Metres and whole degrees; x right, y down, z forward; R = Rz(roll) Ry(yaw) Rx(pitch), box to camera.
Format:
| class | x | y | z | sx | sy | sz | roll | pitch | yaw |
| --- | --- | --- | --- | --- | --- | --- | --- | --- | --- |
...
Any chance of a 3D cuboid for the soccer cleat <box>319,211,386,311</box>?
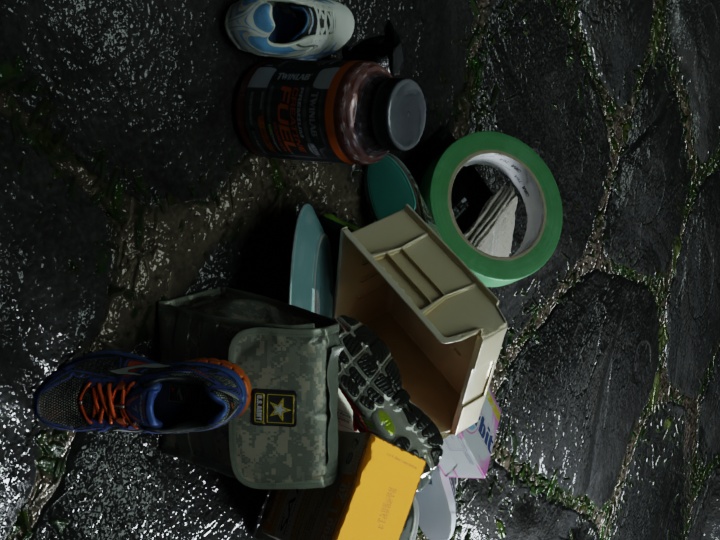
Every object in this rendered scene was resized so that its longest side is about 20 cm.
| class | x | y | z | sx | sy | sz | roll | pitch | yaw |
| --- | --- | --- | --- | --- | --- | --- | --- | --- | --- |
| soccer cleat | 0.000 | 0.000 | 1.241 | 0.082 | 0.067 | 0.200 | -57 | 140 | -10 |

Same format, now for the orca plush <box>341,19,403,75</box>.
| class | x | y | z | sx | sy | sz | roll | pitch | yaw |
| --- | --- | --- | --- | --- | --- | --- | --- | --- | --- |
| orca plush | -0.002 | -0.202 | 1.127 | 0.071 | 0.200 | 0.106 | -34 | 100 | -17 |

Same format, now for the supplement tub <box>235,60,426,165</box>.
| class | x | y | z | sx | sy | sz | roll | pitch | yaw |
| --- | --- | --- | --- | --- | --- | --- | --- | --- | --- |
| supplement tub | -0.030 | -0.167 | 1.044 | 0.106 | 0.197 | 0.109 | -13 | 107 | -51 |

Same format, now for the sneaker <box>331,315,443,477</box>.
| class | x | y | z | sx | sy | sz | roll | pitch | yaw |
| --- | --- | --- | --- | --- | --- | --- | --- | --- | --- |
| sneaker | 0.008 | 0.147 | 1.103 | 0.077 | 0.085 | 0.202 | -30 | 88 | -35 |

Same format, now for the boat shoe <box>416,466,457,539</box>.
| class | x | y | z | sx | sy | sz | roll | pitch | yaw |
| --- | --- | --- | --- | --- | --- | --- | --- | --- | --- |
| boat shoe | 0.115 | 0.300 | 1.461 | 0.067 | 0.071 | 0.204 | -25 | 110 | -47 |

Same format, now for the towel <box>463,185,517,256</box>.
| class | x | y | z | sx | sy | sz | roll | pitch | yaw |
| --- | --- | --- | --- | --- | --- | --- | --- | --- | --- |
| towel | 0.178 | -0.029 | 1.444 | 0.133 | 0.034 | 0.201 | -51 | 158 | -22 |

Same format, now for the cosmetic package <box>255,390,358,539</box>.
| class | x | y | z | sx | sy | sz | roll | pitch | yaw |
| --- | --- | --- | --- | --- | --- | --- | --- | --- | --- |
| cosmetic package | -0.041 | 0.243 | 1.194 | 0.104 | 0.071 | 0.203 | 26 | 74 | -21 |

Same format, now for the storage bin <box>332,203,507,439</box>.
| class | x | y | z | sx | sy | sz | roll | pitch | yaw |
| --- | --- | --- | --- | --- | --- | --- | --- | --- | --- |
| storage bin | 0.062 | 0.068 | 1.142 | 0.093 | 0.199 | 0.202 | -24 | 146 | -26 |

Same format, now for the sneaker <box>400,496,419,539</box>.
| class | x | y | z | sx | sy | sz | roll | pitch | yaw |
| --- | --- | --- | --- | --- | --- | --- | --- | --- | --- |
| sneaker | 0.003 | 0.365 | 1.291 | 0.201 | 0.070 | 0.099 | -56 | 141 | -10 |

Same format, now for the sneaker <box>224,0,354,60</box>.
| class | x | y | z | sx | sy | sz | roll | pitch | yaw |
| --- | --- | --- | --- | --- | --- | --- | --- | --- | --- |
| sneaker | -0.063 | -0.267 | 1.089 | 0.199 | 0.072 | 0.073 | -19 | 110 | -53 |

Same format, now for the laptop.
| class | x | y | z | sx | sy | sz | roll | pitch | yaw |
| --- | --- | --- | --- | --- | --- | --- | --- | --- | --- |
| laptop | 0.096 | -0.060 | 1.406 | 0.201 | 0.115 | 0.187 | 54 | 49 | -9 |

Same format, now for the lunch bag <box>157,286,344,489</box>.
| class | x | y | z | sx | sy | sz | roll | pitch | yaw |
| --- | --- | --- | --- | --- | --- | --- | --- | --- | --- |
| lunch bag | -0.105 | 0.118 | 1.001 | 0.117 | 0.197 | 0.167 | -15 | 110 | -52 |

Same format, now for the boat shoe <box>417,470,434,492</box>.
| class | x | y | z | sx | sy | sz | roll | pitch | yaw |
| --- | --- | --- | --- | --- | --- | --- | --- | --- | --- |
| boat shoe | 0.027 | 0.240 | 1.336 | 0.201 | 0.064 | 0.075 | 35 | 81 | -46 |

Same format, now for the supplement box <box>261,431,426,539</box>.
| class | x | y | z | sx | sy | sz | roll | pitch | yaw |
| --- | --- | --- | --- | --- | --- | --- | --- | --- | --- |
| supplement box | -0.023 | 0.241 | 1.051 | 0.073 | 0.199 | 0.128 | 27 | 72 | -18 |

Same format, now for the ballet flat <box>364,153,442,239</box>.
| class | x | y | z | sx | sy | sz | roll | pitch | yaw |
| --- | --- | --- | --- | --- | --- | --- | --- | --- | --- |
| ballet flat | 0.064 | -0.054 | 1.264 | 0.074 | 0.074 | 0.203 | 2 | 62 | -54 |

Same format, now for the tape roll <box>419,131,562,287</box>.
| class | x | y | z | sx | sy | sz | roll | pitch | yaw |
| --- | --- | --- | --- | --- | --- | --- | --- | --- | --- |
| tape roll | 0.174 | -0.082 | 1.329 | 0.197 | 0.048 | 0.204 | 5 | 76 | -19 |

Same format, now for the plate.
| class | x | y | z | sx | sy | sz | roll | pitch | yaw |
| --- | --- | --- | --- | --- | --- | --- | --- | --- | --- |
| plate | -0.052 | 0.027 | 1.124 | 0.200 | 0.025 | 0.204 | 2 | 90 | -84 |

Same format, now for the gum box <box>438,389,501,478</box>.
| class | x | y | z | sx | sy | sz | roll | pitch | yaw |
| --- | --- | --- | --- | --- | --- | --- | --- | --- | --- |
| gum box | 0.123 | 0.179 | 1.360 | 0.201 | 0.065 | 0.115 | 60 | 38 | -38 |

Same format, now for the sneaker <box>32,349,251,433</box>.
| class | x | y | z | sx | sy | sz | roll | pitch | yaw |
| --- | --- | --- | --- | --- | --- | --- | --- | --- | --- |
| sneaker | -0.199 | 0.113 | 0.897 | 0.078 | 0.196 | 0.077 | -118 | -157 | -84 |
